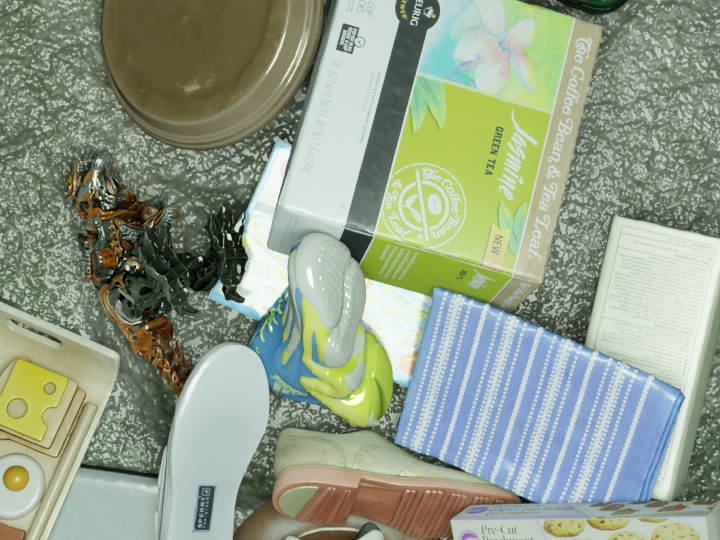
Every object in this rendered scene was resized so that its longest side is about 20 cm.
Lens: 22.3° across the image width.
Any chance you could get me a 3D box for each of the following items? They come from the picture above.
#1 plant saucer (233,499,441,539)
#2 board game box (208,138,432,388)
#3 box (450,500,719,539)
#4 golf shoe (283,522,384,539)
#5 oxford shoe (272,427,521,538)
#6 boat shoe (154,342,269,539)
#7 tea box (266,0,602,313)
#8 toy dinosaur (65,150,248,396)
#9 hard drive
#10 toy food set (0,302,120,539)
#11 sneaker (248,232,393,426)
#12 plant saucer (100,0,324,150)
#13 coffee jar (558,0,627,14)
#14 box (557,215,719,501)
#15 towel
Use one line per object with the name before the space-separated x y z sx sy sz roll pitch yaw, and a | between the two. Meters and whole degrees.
plant saucer | -0.020 0.267 1.425 0.199 0.037 0.202 0 92 0
board game box | 0.000 0.000 1.412 0.199 0.034 0.135 25 92 -1
box | 0.164 0.192 1.323 0.199 0.039 0.042 -4 99 28
golf shoe | -0.063 0.251 1.378 0.199 0.073 0.093 -16 51 16
oxford shoe | 0.029 0.155 1.404 0.199 0.074 0.071 11 135 -18
boat shoe | -0.121 0.145 1.364 0.073 0.065 0.201 12 99 -24
tea box | 0.052 -0.095 1.335 0.196 0.134 0.201 15 76 -4
toy dinosaur | -0.155 0.003 1.384 0.200 0.135 0.102 54 47 -16
hard drive | -0.214 0.222 1.423 0.199 0.033 0.141 8 92 -1
toy food set | -0.284 0.127 1.377 0.143 0.060 0.201 22 75 4
sneaker | -0.045 0.046 1.329 0.104 0.201 0.076 6 51 21
plant saucer | -0.118 -0.190 1.358 0.199 0.029 0.202 -4 83 30
coffee jar | 0.170 -0.241 1.318 0.104 0.200 0.086 27 92 -1
box | 0.218 0.066 1.384 0.094 0.078 0.201 15 93 17
towel | 0.127 0.109 1.339 0.199 0.024 0.145 23 123 14
